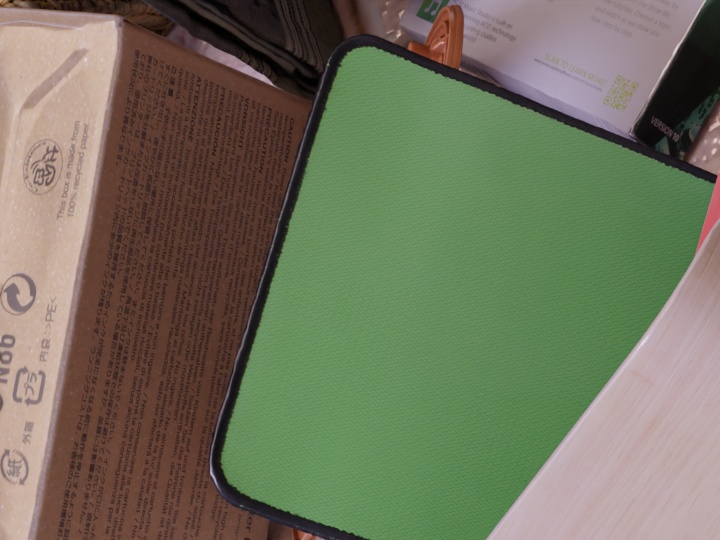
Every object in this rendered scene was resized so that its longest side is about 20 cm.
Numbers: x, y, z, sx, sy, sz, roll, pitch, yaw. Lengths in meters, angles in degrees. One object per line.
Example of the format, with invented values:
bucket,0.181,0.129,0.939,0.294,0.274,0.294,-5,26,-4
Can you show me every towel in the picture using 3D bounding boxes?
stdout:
towel,-0.089,-0.164,1.124,0.034,0.192,0.201,-38,45,20

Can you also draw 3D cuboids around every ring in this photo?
ring,0.000,0.000,0.987,0.200,0.019,0.202,-164,90,-85

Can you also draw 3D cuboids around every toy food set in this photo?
toy food set,0.111,0.093,0.803,0.200,0.143,0.060,-56,0,37

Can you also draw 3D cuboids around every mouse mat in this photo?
mouse mat,0.060,0.028,0.892,0.008,0.199,0.162,150,138,-70

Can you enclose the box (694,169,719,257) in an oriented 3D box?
box,0.179,-0.028,0.870,0.102,0.094,0.201,4,71,45

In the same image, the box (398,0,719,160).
box,0.115,-0.152,1.044,0.144,0.036,0.201,31,91,47

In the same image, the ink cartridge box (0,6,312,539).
ink cartridge box,-0.090,0.019,1.009,0.075,0.165,0.201,6,83,27

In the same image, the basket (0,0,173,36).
basket,-0.194,-0.111,1.160,0.149,0.200,0.143,45,106,6
